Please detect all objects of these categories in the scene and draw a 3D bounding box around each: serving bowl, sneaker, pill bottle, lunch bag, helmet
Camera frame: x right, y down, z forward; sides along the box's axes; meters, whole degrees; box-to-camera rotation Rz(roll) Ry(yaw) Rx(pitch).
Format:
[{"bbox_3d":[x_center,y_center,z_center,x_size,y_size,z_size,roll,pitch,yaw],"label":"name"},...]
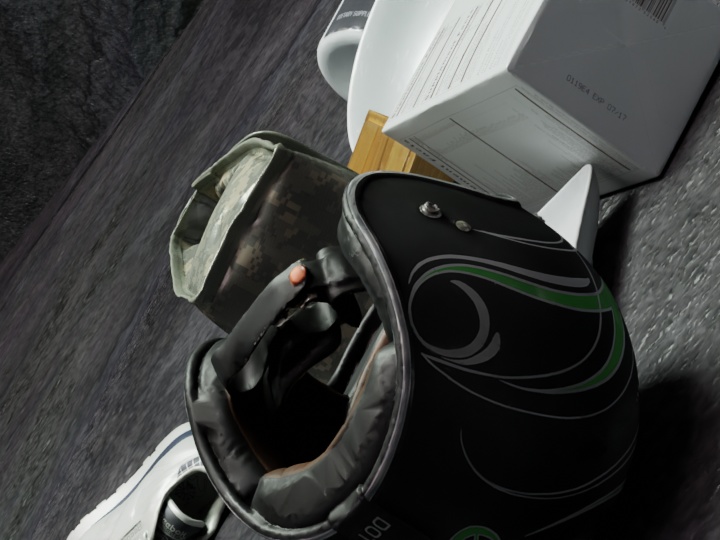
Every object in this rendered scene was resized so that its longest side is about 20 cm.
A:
[{"bbox_3d":[0.066,-0.153,1.608,0.200,0.065,0.202,-44,37,45],"label":"serving bowl"},{"bbox_3d":[-0.159,0.202,1.674,0.201,0.076,0.081,-55,22,8],"label":"sneaker"},{"bbox_3d":[0.048,-0.231,1.901,0.106,0.106,0.201,-35,24,56],"label":"pill bottle"},{"bbox_3d":[-0.018,0.002,1.302,0.118,0.163,0.200,-61,13,-2],"label":"lunch bag"},{"bbox_3d":[0.036,0.057,1.064,0.199,0.190,0.202,-13,72,45],"label":"helmet"}]

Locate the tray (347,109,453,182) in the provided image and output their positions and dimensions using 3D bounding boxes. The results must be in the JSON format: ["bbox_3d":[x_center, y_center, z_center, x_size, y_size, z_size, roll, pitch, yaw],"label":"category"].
[{"bbox_3d":[0.000,0.000,1.519,0.202,0.037,0.099,-68,25,4],"label":"tray"}]

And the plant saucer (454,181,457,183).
[{"bbox_3d":[0.070,-0.081,1.653,0.200,0.019,0.070,-46,17,38],"label":"plant saucer"}]

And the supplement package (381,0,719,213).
[{"bbox_3d":[0.113,-0.115,1.370,0.110,0.113,0.200,-60,15,-16],"label":"supplement package"}]

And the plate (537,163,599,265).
[{"bbox_3d":[0.070,0.060,1.280,0.200,0.032,0.201,-48,15,33],"label":"plate"}]
